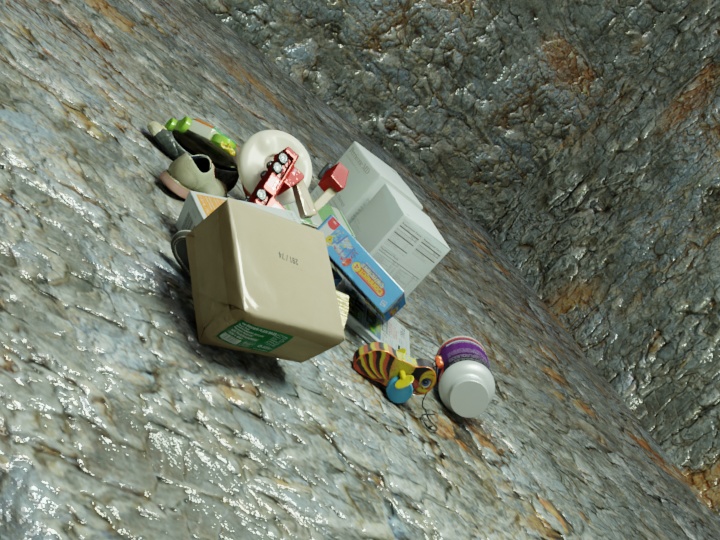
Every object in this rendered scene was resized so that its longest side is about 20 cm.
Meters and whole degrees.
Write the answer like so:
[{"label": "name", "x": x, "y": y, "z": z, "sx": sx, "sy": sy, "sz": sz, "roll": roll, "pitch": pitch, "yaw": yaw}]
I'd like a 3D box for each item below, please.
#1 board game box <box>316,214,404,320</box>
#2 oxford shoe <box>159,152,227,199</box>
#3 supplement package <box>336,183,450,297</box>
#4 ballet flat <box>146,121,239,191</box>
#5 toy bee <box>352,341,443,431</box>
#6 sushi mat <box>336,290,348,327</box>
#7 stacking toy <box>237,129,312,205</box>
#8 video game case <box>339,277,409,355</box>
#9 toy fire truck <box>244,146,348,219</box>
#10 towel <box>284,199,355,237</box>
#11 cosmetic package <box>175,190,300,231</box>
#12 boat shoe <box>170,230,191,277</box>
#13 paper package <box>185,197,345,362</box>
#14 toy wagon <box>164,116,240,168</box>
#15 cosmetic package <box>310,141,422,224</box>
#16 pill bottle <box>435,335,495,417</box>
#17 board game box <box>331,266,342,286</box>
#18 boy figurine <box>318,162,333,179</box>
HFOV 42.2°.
[{"label": "board game box", "x": 0.000, "y": 0.000, "z": 1.791, "sx": 0.200, "sy": 0.056, "sz": 0.196, "roll": 47, "pitch": -2, "yaw": 8}, {"label": "oxford shoe", "x": -0.279, "y": -0.163, "z": 1.671, "sx": 0.071, "sy": 0.074, "sz": 0.200, "roll": 43, "pitch": 10, "yaw": 12}, {"label": "supplement package", "x": 0.060, "y": -0.046, "z": 2.028, "sx": 0.150, "sy": 0.200, "sz": 0.152, "roll": 34, "pitch": 16, "yaw": -31}, {"label": "ballet flat", "x": -0.318, "y": -0.223, "z": 1.776, "sx": 0.199, "sy": 0.057, "sz": 0.067, "roll": 36, "pitch": 13, "yaw": -13}, {"label": "toy bee", "x": 0.088, "y": 0.177, "z": 1.640, "sx": 0.199, "sy": 0.109, "sz": 0.131, "roll": 33, "pitch": 15, "yaw": -37}, {"label": "sushi mat", "x": -0.110, "y": 0.035, "z": 1.549, "sx": 0.198, "sy": 0.012, "sz": 0.096, "roll": 27, "pitch": 37, "yaw": -11}, {"label": "stacking toy", "x": -0.187, "y": -0.170, "z": 1.809, "sx": 0.146, "sy": 0.147, "sz": 0.200, "roll": 41, "pitch": -25, "yaw": -6}, {"label": "video game case", "x": 0.027, "y": 0.106, "z": 1.862, "sx": 0.182, "sy": 0.022, "sz": 0.200, "roll": 41, "pitch": 14, "yaw": -10}, {"label": "toy fire truck", "x": -0.114, "y": -0.143, "z": 1.685, "sx": 0.141, "sy": 0.048, "sz": 0.202, "roll": 40, "pitch": 55, "yaw": -20}, {"label": "towel", "x": -0.117, "y": -0.122, "z": 2.012, "sx": 0.197, "sy": 0.024, "sz": 0.153, "roll": 14, "pitch": 25, "yaw": -24}, {"label": "cosmetic package", "x": -0.188, "y": -0.058, "z": 1.512, "sx": 0.198, "sy": 0.072, "sz": 0.102, "roll": 9, "pitch": 32, "yaw": -36}, {"label": "boat shoe", "x": -0.201, "y": 0.018, "z": 1.377, "sx": 0.200, "sy": 0.067, "sz": 0.057, "roll": 44, "pitch": 8, "yaw": -12}, {"label": "paper package", "x": -0.133, "y": 0.020, "z": 1.321, "sx": 0.198, "sy": 0.103, "sz": 0.193, "roll": 19, "pitch": 48, "yaw": -45}, {"label": "toy wagon", "x": -0.288, "y": -0.243, "z": 1.801, "sx": 0.154, "sy": 0.040, "sz": 0.199, "roll": 36, "pitch": -15, "yaw": -32}, {"label": "cosmetic package", "x": 0.004, "y": -0.154, "z": 2.199, "sx": 0.165, "sy": 0.200, "sz": 0.168, "roll": 31, "pitch": 17, "yaw": -40}, {"label": "pill bottle", "x": 0.208, "y": 0.214, "z": 1.860, "sx": 0.112, "sy": 0.113, "sz": 0.200, "roll": 40, "pitch": 14, "yaw": -10}, {"label": "board game box", "x": -0.146, "y": -0.033, "z": 1.707, "sx": 0.200, "sy": 0.056, "sz": 0.195, "roll": 47, "pitch": 14, "yaw": 13}, {"label": "boy figurine", "x": -0.036, "y": -0.208, "z": 2.539, "sx": 0.124, "sy": 0.064, "sz": 0.201, "roll": 27, "pitch": 22, "yaw": -50}]
